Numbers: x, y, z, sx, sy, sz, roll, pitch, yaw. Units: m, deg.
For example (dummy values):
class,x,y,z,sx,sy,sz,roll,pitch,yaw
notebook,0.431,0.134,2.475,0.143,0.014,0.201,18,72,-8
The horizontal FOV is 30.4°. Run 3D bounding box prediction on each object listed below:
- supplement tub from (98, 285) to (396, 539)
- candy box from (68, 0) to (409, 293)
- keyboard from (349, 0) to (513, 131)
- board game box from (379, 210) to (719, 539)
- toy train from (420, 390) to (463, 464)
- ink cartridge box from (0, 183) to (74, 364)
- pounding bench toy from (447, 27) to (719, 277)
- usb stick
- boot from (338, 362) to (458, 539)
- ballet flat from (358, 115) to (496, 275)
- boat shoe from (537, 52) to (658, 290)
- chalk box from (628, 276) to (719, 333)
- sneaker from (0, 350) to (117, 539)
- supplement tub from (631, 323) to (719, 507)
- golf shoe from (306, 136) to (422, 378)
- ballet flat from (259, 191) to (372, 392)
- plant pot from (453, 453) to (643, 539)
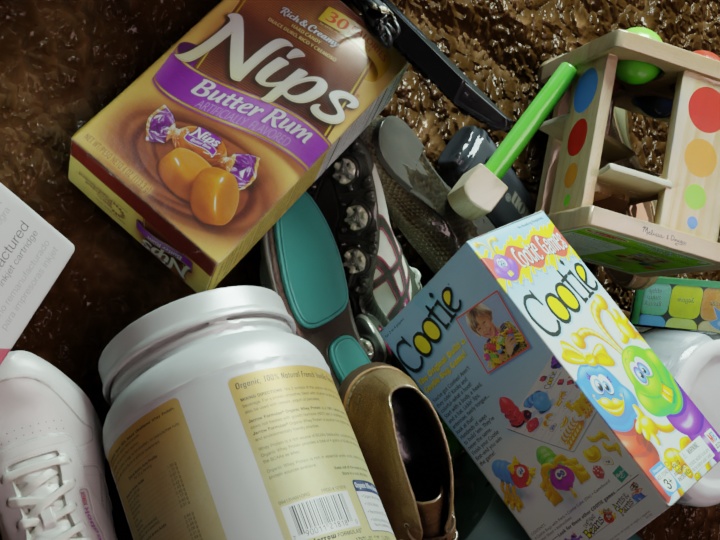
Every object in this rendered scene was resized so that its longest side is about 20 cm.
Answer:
class,x,y,z,sx,sy,sz,roll,pitch,yaw
supplement tub,-0.067,0.126,0.772,0.143,0.144,0.202,-3,61,-39
candy box,-0.073,-0.096,0.830,0.116,0.057,0.200,39,61,4
keyboard,0.014,-0.162,0.847,0.021,0.200,0.127,-47,142,10
board game box,0.126,0.078,0.865,0.102,0.105,0.201,-21,70,-51
toy train,0.053,0.113,0.951,0.056,0.042,0.201,36,51,-3
ink cartridge box,-0.272,-0.014,0.682,0.200,0.082,0.148,44,66,-32
pounding bench toy,0.169,-0.097,0.966,0.197,0.124,0.159,14,82,-18
usb stick,0.128,-0.028,1.045,0.200,0.032,0.056,50,63,-29
boot,0.031,0.160,0.809,0.073,0.075,0.203,-14,98,-19
ballet flat,0.052,-0.033,0.976,0.200,0.046,0.068,49,46,-32
boat shoe,0.188,-0.076,1.076,0.064,0.071,0.203,-19,94,-32
chalk box,0.296,0.078,1.106,0.199,0.123,0.126,24,76,-52
sneaker,-0.169,0.143,0.760,0.074,0.099,0.203,-19,104,-15
supplement tub,0.188,0.100,0.992,0.121,0.199,0.125,-2,93,-38
golf shoe,0.000,0.000,0.928,0.088,0.076,0.203,-24,112,-54
ballet flat,-0.032,0.045,0.870,0.067,0.063,0.202,-23,90,-50
plant pot,0.103,0.226,0.939,0.161,0.200,0.201,47,63,-14
